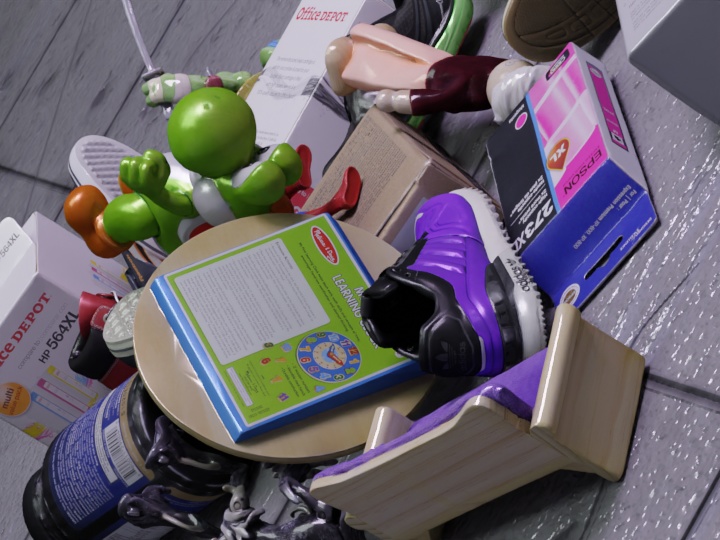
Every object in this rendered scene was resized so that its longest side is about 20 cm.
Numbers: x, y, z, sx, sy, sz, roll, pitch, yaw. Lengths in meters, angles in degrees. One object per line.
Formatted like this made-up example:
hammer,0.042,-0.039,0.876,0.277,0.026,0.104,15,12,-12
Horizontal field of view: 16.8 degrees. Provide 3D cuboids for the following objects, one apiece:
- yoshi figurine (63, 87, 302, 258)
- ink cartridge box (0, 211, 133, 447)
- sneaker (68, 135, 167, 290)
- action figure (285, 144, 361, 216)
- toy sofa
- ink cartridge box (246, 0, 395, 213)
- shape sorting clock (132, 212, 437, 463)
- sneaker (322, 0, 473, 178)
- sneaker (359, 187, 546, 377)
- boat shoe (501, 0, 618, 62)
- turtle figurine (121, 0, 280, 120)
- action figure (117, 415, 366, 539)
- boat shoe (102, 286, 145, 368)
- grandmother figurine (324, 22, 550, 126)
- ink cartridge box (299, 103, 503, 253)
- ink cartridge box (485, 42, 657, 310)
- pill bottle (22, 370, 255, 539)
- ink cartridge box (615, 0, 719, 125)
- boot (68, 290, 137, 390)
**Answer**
yoshi figurine,-0.121,-0.074,1.671,0.199,0.112,0.113,-14,62,49
ink cartridge box,-0.238,0.061,1.986,0.129,0.199,0.125,-53,21,15
sneaker,-0.162,-0.018,1.935,0.079,0.200,0.078,-50,-2,36
action figure,-0.077,-0.046,1.751,0.200,0.065,0.100,-37,38,43
toy sofa,0.064,0.091,1.405,0.200,0.097,0.083,-33,32,50
ink cartridge box,-0.036,-0.116,1.940,0.201,0.083,0.147,-61,21,-5
shape sorting clock,-0.046,0.042,1.558,0.039,0.198,0.201,88,-166,-51
sneaker,0.014,-0.137,1.836,0.201,0.083,0.077,-64,-1,-25
sneaker,0.044,0.007,1.515,0.200,0.099,0.070,-119,22,-63
boat shoe,0.164,-0.226,1.667,0.201,0.072,0.066,-53,14,-3
turtle figurine,-0.134,-0.112,2.084,0.144,0.199,0.195,76,-146,-70
action figure,-0.048,0.158,1.536,0.102,0.199,0.120,-23,-49,-58
boat shoe,-0.094,0.037,1.687,0.199,0.062,0.075,-14,43,42
grandmother figurine,0.061,-0.133,1.701,0.121,0.061,0.199,-33,31,-34
ink cartridge box,0.000,0.000,1.708,0.201,0.075,0.165,-55,22,8
ink cartridge box,0.131,-0.058,1.543,0.095,0.037,0.200,-50,26,23
pill bottle,-0.171,0.148,1.837,0.200,0.112,0.112,-36,30,44
ink cartridge box,0.224,-0.205,1.470,0.146,0.084,0.201,-47,23,27
boot,-0.132,0.033,1.864,0.200,0.144,0.073,-45,22,27
